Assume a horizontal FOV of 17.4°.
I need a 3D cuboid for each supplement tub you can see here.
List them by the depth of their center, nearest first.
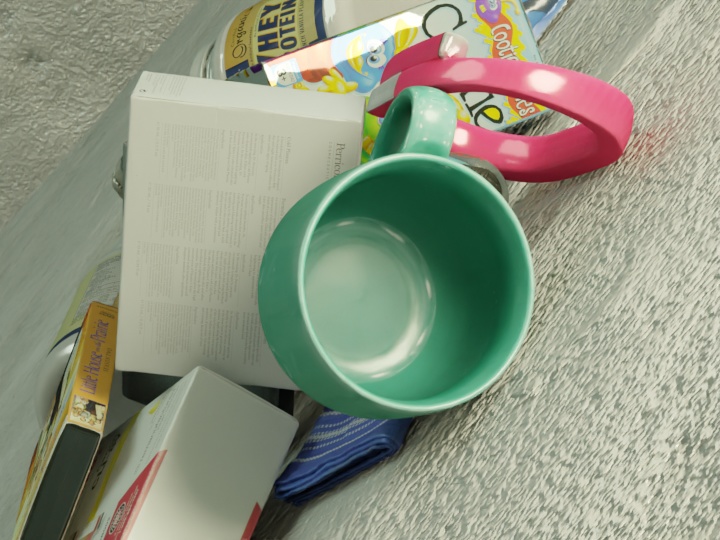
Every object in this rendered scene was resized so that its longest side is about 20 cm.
[{"bbox_3d":[-0.175,0.066,1.914,0.145,0.145,0.200,-44,15,27],"label":"supplement tub"},{"bbox_3d":[-0.037,-0.173,2.006,0.199,0.144,0.145,-22,30,40],"label":"supplement tub"}]

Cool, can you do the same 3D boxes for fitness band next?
[{"bbox_3d":[0.088,-0.101,1.490,0.200,0.143,0.038,-14,58,67],"label":"fitness band"}]

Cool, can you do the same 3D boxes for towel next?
[{"bbox_3d":[0.020,0.060,1.555,0.145,0.024,0.200,-33,23,51],"label":"towel"}]

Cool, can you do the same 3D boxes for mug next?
[{"bbox_3d":[0.024,0.002,1.425,0.185,0.152,0.114,-49,10,-20],"label":"mug"}]

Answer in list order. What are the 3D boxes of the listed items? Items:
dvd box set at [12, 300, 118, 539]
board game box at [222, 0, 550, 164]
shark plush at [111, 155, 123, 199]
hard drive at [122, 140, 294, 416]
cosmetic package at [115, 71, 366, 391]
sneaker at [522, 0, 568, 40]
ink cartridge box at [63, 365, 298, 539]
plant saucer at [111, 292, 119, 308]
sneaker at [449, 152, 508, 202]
[{"bbox_3d":[-0.211,0.126,1.673,0.200,0.029,0.147,-92,23,-66],"label":"dvd box set"},{"bbox_3d":[0.020,-0.125,1.668,0.199,0.104,0.105,-21,4,-20],"label":"board game box"},{"bbox_3d":[-0.107,-0.044,1.896,0.083,0.199,0.091,122,164,-47],"label":"shark plush"},{"bbox_3d":[-0.106,0.016,1.657,0.033,0.139,0.201,-31,-49,-50],"label":"hard drive"},{"bbox_3d":[-0.080,-0.023,1.551,0.052,0.150,0.201,-76,-7,-65],"label":"cosmetic package"},{"bbox_3d":[0.111,-0.211,1.840,0.200,0.078,0.066,-53,12,-10],"label":"sneaker"},{"bbox_3d":[-0.138,0.168,1.603,0.200,0.083,0.146,-37,27,59],"label":"ink cartridge box"},{"bbox_3d":[-0.101,0.009,1.798,0.199,0.036,0.200,-9,27,5],"label":"plant saucer"},{"bbox_3d":[0.042,-0.048,1.586,0.095,0.080,0.200,-33,8,-34],"label":"sneaker"}]
